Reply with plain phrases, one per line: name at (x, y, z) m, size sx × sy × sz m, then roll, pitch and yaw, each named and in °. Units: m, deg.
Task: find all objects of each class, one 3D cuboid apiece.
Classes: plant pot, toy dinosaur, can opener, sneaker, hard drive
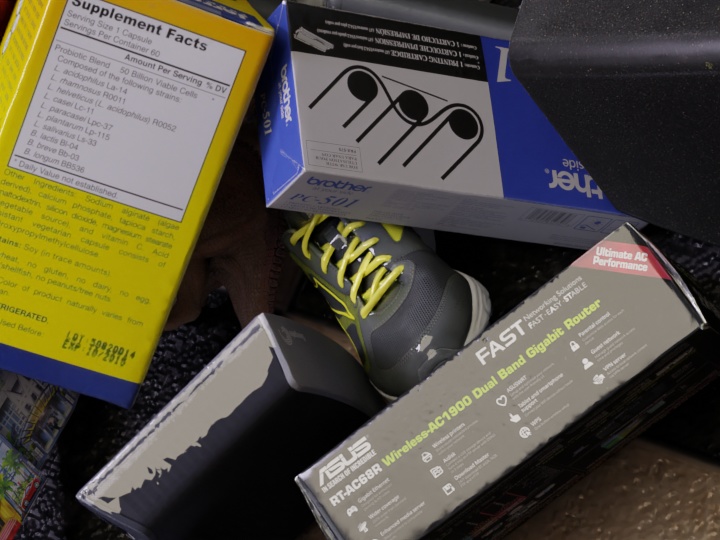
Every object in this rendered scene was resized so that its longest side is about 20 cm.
plant pot at (0.187, -0.118, 1.177) m, size 0.177 × 0.200 × 0.200 m, roll -3°, pitch 57°, yaw 34°
toy dinosaur at (-0.075, -0.045, 1.341) m, size 0.135 × 0.086 × 0.200 m, roll -36°, pitch 68°, yaw 8°
can opener at (-0.006, -0.125, 1.314) m, size 0.200 × 0.053 × 0.067 m, roll 11°, pitch 34°, yaw -2°
sneaker at (0.000, 0.000, 1.251) m, size 0.074 × 0.085 × 0.200 m, roll -50°, pitch 27°, yaw 10°
hard drive at (-0.051, 0.092, 1.216) m, size 0.135 × 0.200 × 0.042 m, roll -44°, pitch 71°, yaw 2°

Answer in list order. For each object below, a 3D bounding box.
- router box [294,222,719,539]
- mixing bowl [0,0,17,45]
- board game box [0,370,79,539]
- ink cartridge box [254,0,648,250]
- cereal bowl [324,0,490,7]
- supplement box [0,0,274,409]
router box at (0.080, 0.067, 1.184) m, size 0.200 × 0.150 × 0.062 m, roll -37°, pitch 74°, yaw 8°
mixing bowl at (-0.230, -0.168, 1.319) m, size 0.200 × 0.108 × 0.200 m, roll -9°, pitch 67°, yaw 23°
board game box at (-0.246, 0.052, 1.280) m, size 0.062 × 0.200 × 0.200 m, roll -23°, pitch 29°, yaw 40°
ink cartridge box at (0.047, -0.069, 1.240) m, size 0.044 × 0.200 × 0.094 m, roll -41°, pitch 49°, yaw 51°
cereal bowl at (-0.004, -0.219, 1.382) m, size 0.200 × 0.083 × 0.200 m, roll -10°, pitch 66°, yaw 23°
supplement box at (-0.134, -0.052, 1.225) m, size 0.110 × 0.109 × 0.200 m, roll -128°, pitch 58°, yaw -69°
